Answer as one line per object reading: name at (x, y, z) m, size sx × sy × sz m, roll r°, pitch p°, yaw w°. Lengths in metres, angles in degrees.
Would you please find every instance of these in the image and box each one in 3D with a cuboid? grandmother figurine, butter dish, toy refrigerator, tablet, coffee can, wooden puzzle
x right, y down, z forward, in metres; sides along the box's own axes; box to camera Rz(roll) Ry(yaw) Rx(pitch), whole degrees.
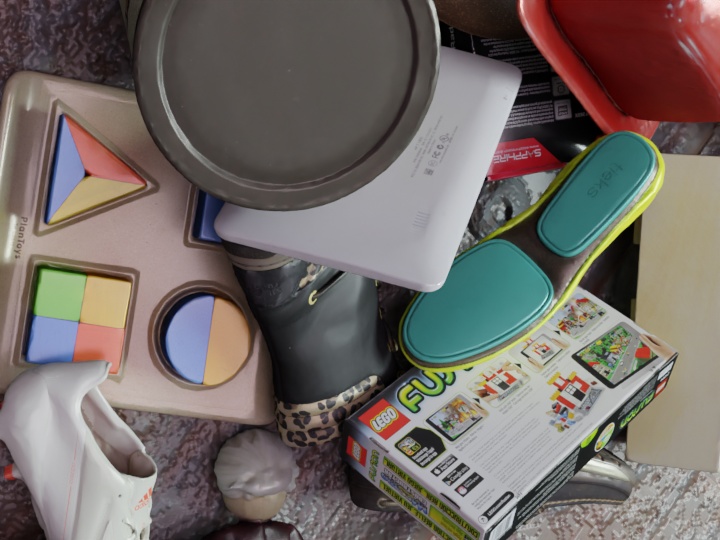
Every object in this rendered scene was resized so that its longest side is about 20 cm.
grandmother figurine at (-0.071, 0.199, 0.819) m, size 0.120 × 0.060 × 0.203 m, roll 4°, pitch 90°, yaw -48°
butter dish at (0.210, -0.174, 0.769) m, size 0.200 × 0.147 × 0.201 m, roll 37°, pitch 78°, yaw -51°
toy refrigerator at (0.217, 0.025, 0.891) m, size 0.069 × 0.076 × 0.203 m, roll 5°, pitch 94°, yaw 20°
tablet at (0.010, -0.072, 0.756) m, size 0.128 × 0.014 × 0.201 m, roll 14°, pitch 45°, yaw 11°
coffee can at (-0.053, -0.139, 0.697) m, size 0.144 × 0.201 × 0.148 m, roll -6°, pitch 118°, yaw -11°
wooden puzzle at (-0.122, -0.009, 0.785) m, size 0.197 × 0.046 × 0.188 m, roll 9°, pitch 91°, yaw -21°

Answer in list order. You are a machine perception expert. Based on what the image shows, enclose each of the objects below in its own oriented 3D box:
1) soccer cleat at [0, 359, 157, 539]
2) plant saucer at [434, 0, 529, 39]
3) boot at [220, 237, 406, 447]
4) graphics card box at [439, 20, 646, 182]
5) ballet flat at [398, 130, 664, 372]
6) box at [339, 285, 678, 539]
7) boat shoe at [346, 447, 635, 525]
soccer cleat at (-0.145, 0.146, 0.764) m, size 0.077 × 0.069 × 0.202 m, roll -16°, pitch 108°, yaw 6°
plant saucer at (0.093, -0.243, 0.801) m, size 0.198 × 0.037 × 0.204 m, roll -1°, pitch 92°, yaw -21°
boot at (0.000, 0.000, 0.813) m, size 0.200 × 0.072 × 0.152 m, roll -40°, pitch 130°, yaw -45°
graphics card box at (0.113, -0.167, 0.859) m, size 0.124 × 0.051 × 0.203 m, roll -11°, pitch 99°, yaw -19°
ballet flat at (0.108, -0.004, 0.816) m, size 0.200 × 0.067 × 0.067 m, roll -42°, pitch 73°, yaw -4°
box at (0.094, 0.080, 0.810) m, size 0.199 × 0.110 × 0.035 m, roll -34°, pitch 146°, yaw -35°
boat shoe at (0.081, 0.134, 0.868) m, size 0.197 × 0.075 × 0.074 m, roll 11°, pitch 101°, yaw -12°
